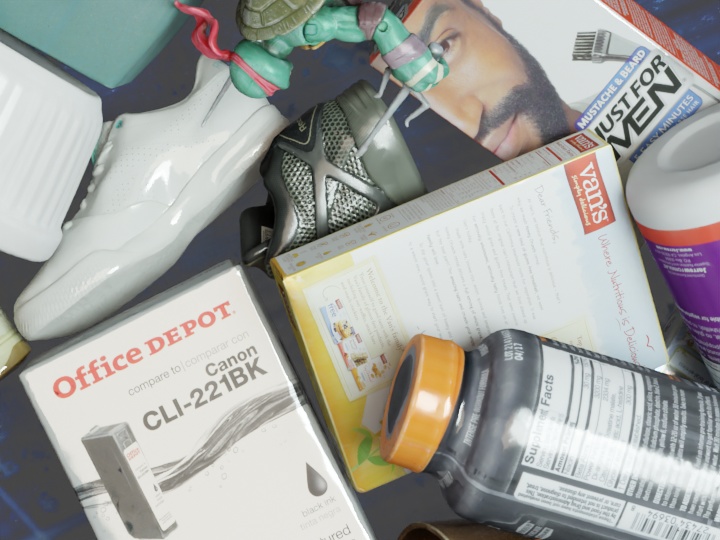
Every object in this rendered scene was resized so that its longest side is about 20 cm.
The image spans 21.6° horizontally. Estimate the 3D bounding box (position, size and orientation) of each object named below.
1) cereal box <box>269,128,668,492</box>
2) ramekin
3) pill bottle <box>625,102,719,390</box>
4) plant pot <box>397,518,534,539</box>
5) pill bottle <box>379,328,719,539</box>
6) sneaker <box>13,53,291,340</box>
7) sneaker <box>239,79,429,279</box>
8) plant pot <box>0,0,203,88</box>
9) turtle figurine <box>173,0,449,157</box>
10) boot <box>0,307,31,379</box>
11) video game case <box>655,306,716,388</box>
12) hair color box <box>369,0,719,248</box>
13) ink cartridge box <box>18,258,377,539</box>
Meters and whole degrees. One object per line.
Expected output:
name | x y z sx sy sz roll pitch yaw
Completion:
cereal box | 0.064 0.023 1.063 0.199 0.040 0.145 -22 114 -8
ramekin | -0.232 -0.096 1.032 0.201 0.202 0.095 32 92 -4
pill bottle | 0.234 0.010 1.056 0.112 0.112 0.201 -31 112 -3
plant pot | 0.141 0.218 1.093 0.198 0.187 0.189 -10 92 -19
pill bottle | 0.112 0.094 1.014 0.198 0.106 0.107 17 90 -8
sneaker | -0.138 -0.045 1.116 0.200 0.075 0.089 -42 82 -9
sneaker | 0.000 0.000 1.107 0.114 0.076 0.200 -27 112 2
plant pot | -0.128 -0.213 1.076 0.141 0.141 0.201 27 97 -4
turtle figurine | -0.013 -0.149 1.018 0.149 0.101 0.201 35 90 32
boot | -0.313 0.042 1.096 0.199 0.072 0.155 -34 94 -8
video game case | 0.287 0.060 1.153 0.199 0.045 0.182 35 87 -4
hair color box | 0.115 -0.113 1.092 0.199 0.064 0.111 34 112 -15
ink cartridge box | -0.091 0.112 1.106 0.143 0.084 0.201 -26 92 -3
